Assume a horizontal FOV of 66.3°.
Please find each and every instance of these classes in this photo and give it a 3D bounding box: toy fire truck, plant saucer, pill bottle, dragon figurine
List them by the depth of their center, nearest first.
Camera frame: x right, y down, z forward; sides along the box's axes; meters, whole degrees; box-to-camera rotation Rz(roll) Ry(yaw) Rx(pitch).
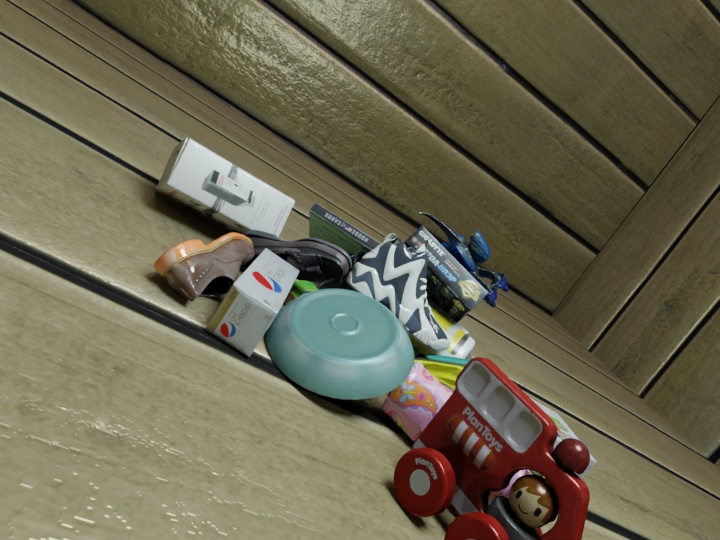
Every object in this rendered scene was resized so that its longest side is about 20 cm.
[{"bbox_3d":[0.143,0.212,0.568,0.111,0.169,0.200,19,20,-49],"label":"toy fire truck"},{"bbox_3d":[-0.022,0.081,0.718,0.196,0.036,0.201,9,34,-6],"label":"plant saucer"},{"bbox_3d":[0.089,0.105,0.953,0.199,0.112,0.111,38,13,13],"label":"pill bottle"},{"bbox_3d":[0.184,-0.031,0.953,0.202,0.059,0.099,60,-21,-14],"label":"dragon figurine"}]

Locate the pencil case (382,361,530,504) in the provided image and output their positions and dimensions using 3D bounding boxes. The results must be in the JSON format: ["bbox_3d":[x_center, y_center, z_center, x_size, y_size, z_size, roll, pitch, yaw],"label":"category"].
[{"bbox_3d":[0.122,0.209,0.706,0.199,0.088,0.087,37,13,21],"label":"pencil case"}]

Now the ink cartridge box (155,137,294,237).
[{"bbox_3d":[-0.232,-0.127,0.932,0.198,0.084,0.146,29,-10,-26],"label":"ink cartridge box"}]

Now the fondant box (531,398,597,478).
[{"bbox_3d":[0.311,0.285,1.003,0.198,0.059,0.145,30,13,-19],"label":"fondant box"}]

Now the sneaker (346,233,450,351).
[{"bbox_3d":[0.088,0.024,0.847,0.198,0.130,0.079,38,-2,-7],"label":"sneaker"}]

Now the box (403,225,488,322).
[{"bbox_3d":[0.139,0.018,0.995,0.159,0.046,0.200,47,-10,11],"label":"box"}]

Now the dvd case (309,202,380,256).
[{"bbox_3d":[-0.033,-0.036,1.054,0.149,0.025,0.201,32,-23,8],"label":"dvd case"}]

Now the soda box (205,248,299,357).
[{"bbox_3d":[-0.135,0.034,0.726,0.063,0.069,0.200,33,13,-7],"label":"soda box"}]

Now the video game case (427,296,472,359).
[{"bbox_3d":[0.152,0.113,1.099,0.182,0.022,0.201,43,-13,32],"label":"video game case"}]

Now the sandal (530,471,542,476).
[{"bbox_3d":[0.174,0.248,0.807,0.198,0.055,0.080,25,2,25],"label":"sandal"}]

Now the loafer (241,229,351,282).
[{"bbox_3d":[-0.111,-0.011,0.851,0.197,0.073,0.063,12,43,23],"label":"loafer"}]

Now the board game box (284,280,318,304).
[{"bbox_3d":[-0.118,0.019,0.925,0.095,0.030,0.200,20,23,-51],"label":"board game box"}]

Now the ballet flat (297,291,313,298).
[{"bbox_3d":[-0.011,0.100,0.821,0.198,0.069,0.068,32,-3,9],"label":"ballet flat"}]

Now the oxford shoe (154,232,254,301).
[{"bbox_3d":[-0.193,0.000,0.741,0.073,0.071,0.200,53,20,3],"label":"oxford shoe"}]

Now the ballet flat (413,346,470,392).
[{"bbox_3d":[0.091,0.153,0.858,0.197,0.068,0.067,13,4,23],"label":"ballet flat"}]

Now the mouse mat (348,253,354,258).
[{"bbox_3d":[0.040,0.031,1.041,0.198,0.008,0.162,20,-27,36],"label":"mouse mat"}]

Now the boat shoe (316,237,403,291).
[{"bbox_3d":[0.000,0.000,0.938,0.063,0.198,0.075,60,27,-15],"label":"boat shoe"}]
